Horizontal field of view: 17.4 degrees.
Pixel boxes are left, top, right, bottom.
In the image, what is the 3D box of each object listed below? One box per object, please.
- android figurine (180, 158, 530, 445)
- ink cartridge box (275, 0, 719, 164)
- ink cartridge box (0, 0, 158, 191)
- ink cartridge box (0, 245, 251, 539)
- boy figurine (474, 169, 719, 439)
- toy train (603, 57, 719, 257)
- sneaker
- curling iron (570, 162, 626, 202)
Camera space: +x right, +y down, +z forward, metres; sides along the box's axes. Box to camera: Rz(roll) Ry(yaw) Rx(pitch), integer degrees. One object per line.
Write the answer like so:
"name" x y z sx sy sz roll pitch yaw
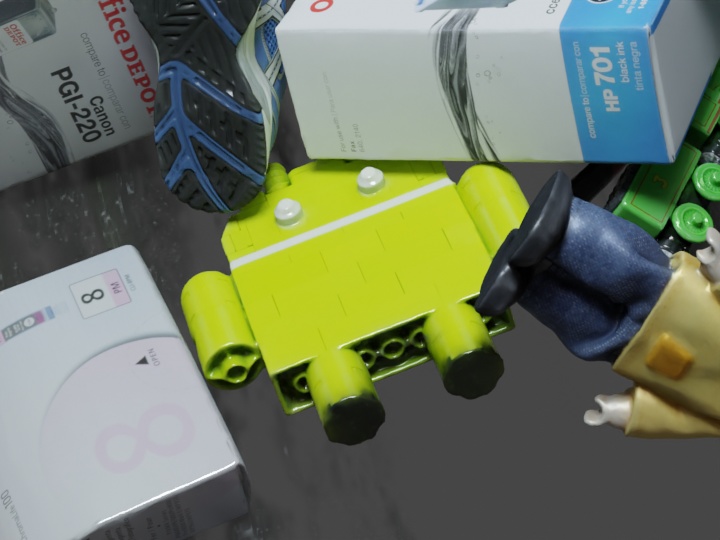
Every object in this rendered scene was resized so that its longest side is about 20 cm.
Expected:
"android figurine" 0.000 0.000 1.179 0.182 0.041 0.200 -20 41 0
"ink cartridge box" 0.078 -0.127 1.210 0.200 0.086 0.147 3 39 23
"ink cartridge box" -0.199 -0.120 1.250 0.200 0.146 0.085 -22 49 0
"ink cartridge box" -0.172 0.086 1.146 0.200 0.057 0.163 -19 49 -13
"boy figurine" 0.151 0.039 1.093 0.200 0.124 0.064 33 35 -5
"toy train" 0.181 -0.082 1.229 0.056 0.042 0.200 31 56 -1
"sneaker" -0.076 -0.134 1.204 0.076 0.200 0.077 6 21 8
"curling iron" 0.086 -0.021 1.214 0.050 0.026 0.200 12 54 46
